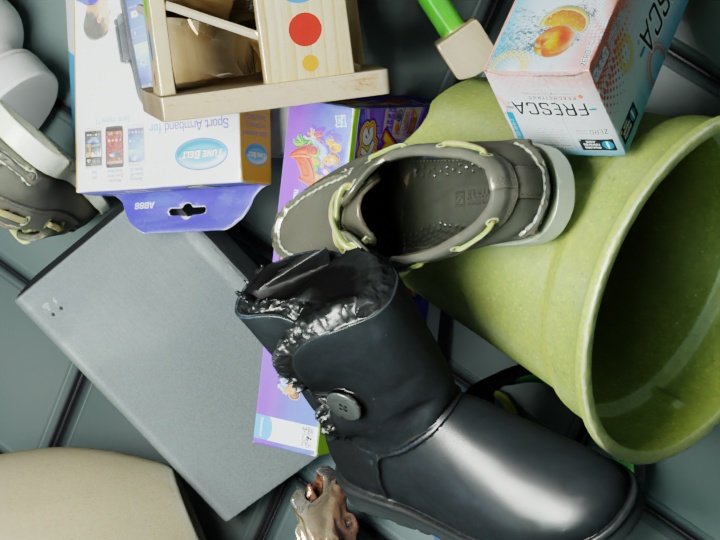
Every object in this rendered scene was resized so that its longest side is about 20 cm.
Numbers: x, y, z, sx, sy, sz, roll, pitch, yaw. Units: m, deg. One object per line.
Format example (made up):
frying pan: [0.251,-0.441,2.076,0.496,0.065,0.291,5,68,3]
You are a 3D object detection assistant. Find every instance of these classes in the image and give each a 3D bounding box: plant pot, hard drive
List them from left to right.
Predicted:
plant pot: [-0.164,0.195,1.722,0.134,0.200,0.201,-22,89,-2]
hard drive: [-0.102,0.050,1.685,0.139,0.033,0.200,-37,102,31]
plant pot: [0.118,-0.019,1.495,0.184,0.200,0.202,24,113,37]

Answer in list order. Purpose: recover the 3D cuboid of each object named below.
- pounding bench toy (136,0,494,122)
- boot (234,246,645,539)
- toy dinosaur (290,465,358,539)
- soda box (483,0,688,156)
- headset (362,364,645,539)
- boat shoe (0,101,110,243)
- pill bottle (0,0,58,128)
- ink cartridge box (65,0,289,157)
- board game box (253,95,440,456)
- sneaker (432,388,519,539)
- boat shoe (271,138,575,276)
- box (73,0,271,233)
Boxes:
pounding bench toy: [-0.028,-0.175,1.482,0.199,0.124,0.157,-8,98,-9]
boot: [0.038,0.070,1.409,0.199,0.077,0.169,11,143,38]
toy dinosaur: [-0.035,0.228,1.694,0.086,0.135,0.200,40,148,20]
soda box: [0.134,-0.155,1.436,0.063,0.201,0.069,3,140,31]
headset: [0.082,0.129,1.532,0.124,0.199,0.094,61,156,-1]
boat shoe: [-0.207,-0.053,1.663,0.072,0.202,0.060,42,89,10]
pill bottle: [-0.294,-0.160,1.744,0.200,0.113,0.113,44,120,16]
ink cartridge box: [-0.082,-0.133,1.647,0.199,0.067,0.117,5,103,31]
board game box: [0.000,0.000,1.574,0.045,0.134,0.201,11,100,29]
sneaker: [0.071,0.172,1.621,0.066,0.078,0.201,-6,100,30]
boat shoe: [0.020,-0.033,1.429,0.201,0.060,0.073,-10,81,43]
box: [-0.113,-0.124,1.592,0.118,0.041,0.201,-3,85,29]
